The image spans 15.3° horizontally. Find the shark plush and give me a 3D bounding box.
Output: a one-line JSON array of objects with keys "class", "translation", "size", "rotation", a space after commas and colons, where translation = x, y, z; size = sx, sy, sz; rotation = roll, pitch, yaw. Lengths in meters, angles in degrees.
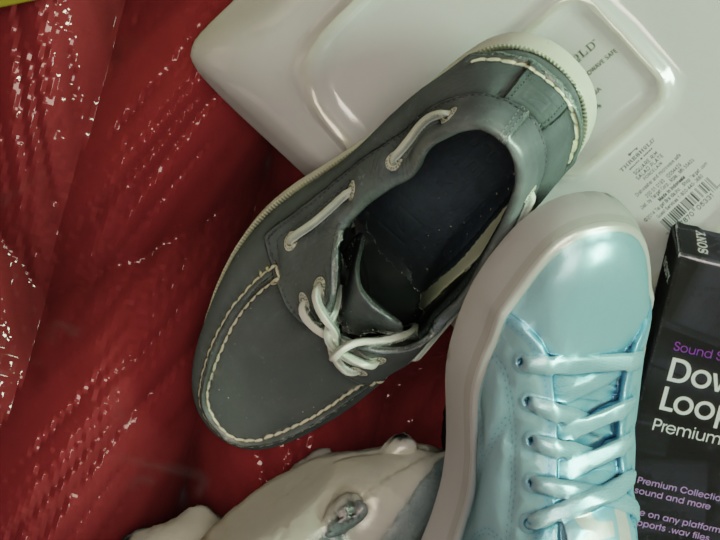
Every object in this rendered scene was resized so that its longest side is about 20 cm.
[{"class": "shark plush", "translation": [-0.003, 0.102, 0.963], "size": [0.200, 0.091, 0.083], "rotation": [-40, 118, -8]}]

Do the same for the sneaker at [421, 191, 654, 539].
[{"class": "sneaker", "translation": [0.071, 0.074, 0.887], "size": [0.074, 0.082, 0.200], "rotation": [-10, 124, -31]}]

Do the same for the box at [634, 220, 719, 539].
[{"class": "box", "translation": [0.155, 0.092, 0.939], "size": [0.143, 0.036, 0.200], "rotation": [11, 110, -1]}]

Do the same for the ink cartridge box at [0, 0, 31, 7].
[{"class": "ink cartridge box", "translation": [-0.138, -0.134, 0.864], "size": [0.200, 0.198, 0.047], "rotation": [-15, 76, 0]}]

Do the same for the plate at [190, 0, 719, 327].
[{"class": "plate", "translation": [0.074, -0.067, 0.923], "size": [0.200, 0.032, 0.200], "rotation": [-42, 100, 17]}]

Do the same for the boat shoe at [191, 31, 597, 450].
[{"class": "boat shoe", "translation": [0.000, 0.000, 0.908], "size": [0.073, 0.062, 0.200], "rotation": [42, 122, -5]}]
